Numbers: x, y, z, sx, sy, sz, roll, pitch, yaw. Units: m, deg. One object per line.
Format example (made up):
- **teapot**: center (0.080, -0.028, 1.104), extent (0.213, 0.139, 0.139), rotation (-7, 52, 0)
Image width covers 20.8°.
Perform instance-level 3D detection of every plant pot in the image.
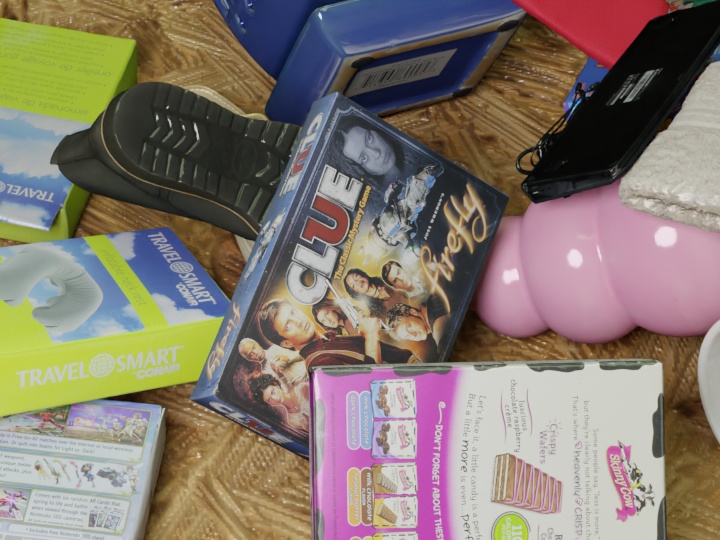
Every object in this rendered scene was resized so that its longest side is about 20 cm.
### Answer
- **plant pot**: center (0.007, -0.214, 1.371), extent (0.198, 0.200, 0.181), rotation (-15, 77, -19)

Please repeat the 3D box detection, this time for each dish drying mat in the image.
- **dish drying mat**: center (0.113, -0.207, 1.296), extent (0.199, 0.018, 0.077), rotation (34, 65, -9)

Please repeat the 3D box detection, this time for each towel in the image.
- **towel**: center (0.260, -0.061, 1.123), extent (0.199, 0.035, 0.133), rotation (16, 47, 32)

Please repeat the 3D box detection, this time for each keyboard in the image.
- **keyboard**: center (0.171, -0.099, 1.231), extent (0.104, 0.040, 0.200), rotation (-8, 31, 44)

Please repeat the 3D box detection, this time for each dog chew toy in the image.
- **dog chew toy**: center (0.155, -0.009, 1.237), extent (0.198, 0.125, 0.125), rotation (-15, 40, 23)

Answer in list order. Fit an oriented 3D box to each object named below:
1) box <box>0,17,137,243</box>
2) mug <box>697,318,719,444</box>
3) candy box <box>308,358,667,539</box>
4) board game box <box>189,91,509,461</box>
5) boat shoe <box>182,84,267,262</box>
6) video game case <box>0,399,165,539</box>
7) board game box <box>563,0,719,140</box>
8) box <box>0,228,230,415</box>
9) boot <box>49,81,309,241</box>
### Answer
- **box**: center (-0.237, -0.091, 1.352), extent (0.121, 0.048, 0.201), rotation (10, 46, 7)
- **mug**: center (0.328, 0.034, 1.188), extent (0.199, 0.178, 0.134), rotation (-26, 66, -32)
- **candy box**: center (0.070, 0.120, 1.108), extent (0.198, 0.061, 0.138), rotation (0, 90, -4)
- **board game box**: center (-0.003, 0.014, 1.172), extent (0.135, 0.035, 0.201), rotation (29, 71, -22)
- **boat shoe**: center (-0.075, -0.071, 1.328), extent (0.073, 0.070, 0.200), rotation (-21, 51, -23)
- **video game case**: center (-0.223, 0.147, 1.121), extent (0.198, 0.046, 0.182), rotation (6, 45, 2)
- **board game box**: center (0.229, -0.142, 1.367), extent (0.133, 0.045, 0.200), rotation (-5, 25, 23)
- **box**: center (-0.166, 0.028, 1.191), extent (0.198, 0.048, 0.122), rotation (-9, 32, -26)
- **boot**: center (-0.088, -0.053, 1.233), extent (0.199, 0.138, 0.078), rotation (30, 71, -22)
